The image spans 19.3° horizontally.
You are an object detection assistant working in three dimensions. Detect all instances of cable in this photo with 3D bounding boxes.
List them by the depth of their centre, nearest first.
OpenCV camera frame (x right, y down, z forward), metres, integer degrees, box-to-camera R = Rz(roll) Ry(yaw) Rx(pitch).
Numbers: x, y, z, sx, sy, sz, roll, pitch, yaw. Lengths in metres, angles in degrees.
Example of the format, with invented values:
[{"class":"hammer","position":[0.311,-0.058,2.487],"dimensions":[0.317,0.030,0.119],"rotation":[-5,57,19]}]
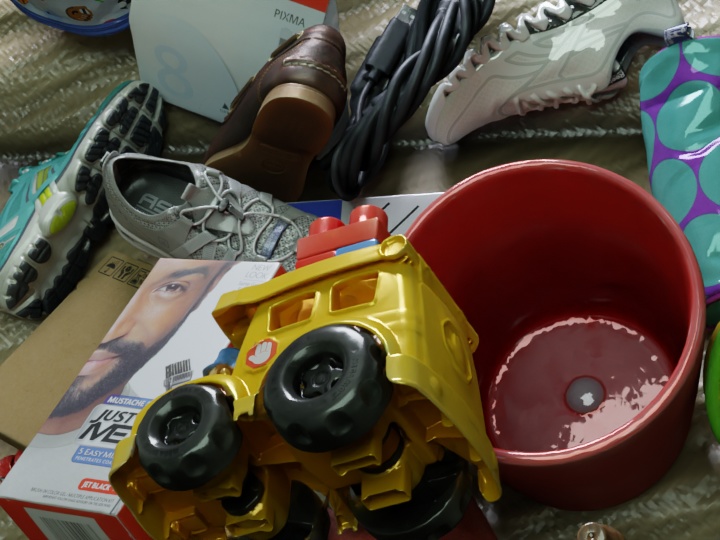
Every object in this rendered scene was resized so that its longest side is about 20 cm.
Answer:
[{"class":"cable","position":[0.036,-0.131,1.453],"dimensions":[0.051,0.163,0.200],"rotation":[35,63,-12]}]

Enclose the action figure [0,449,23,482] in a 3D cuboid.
[{"class":"action figure","position":[-0.167,0.132,1.425],"dimensions":[0.200,0.065,0.052],"rotation":[-3,102,32]}]

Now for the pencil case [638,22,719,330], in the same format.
[{"class":"pencil case","position":[0.238,-0.059,1.396],"dimensions":[0.092,0.085,0.200],"rotation":[-25,58,34]}]

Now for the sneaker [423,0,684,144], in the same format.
[{"class":"sneaker","position":[0.135,-0.143,1.478],"dimensions":[0.200,0.075,0.081],"rotation":[-35,80,4]}]

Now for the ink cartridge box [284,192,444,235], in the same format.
[{"class":"ink cartridge box","position":[0.000,0.000,1.460],"dimensions":[0.200,0.044,0.094],"rotation":[-3,63,15]}]

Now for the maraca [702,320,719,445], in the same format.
[{"class":"maraca","position":[0.292,0.062,1.283],"dimensions":[0.107,0.200,0.137],"rotation":[33,117,60]}]

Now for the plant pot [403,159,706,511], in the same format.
[{"class":"plant pot","position":[0.126,0.055,1.322],"dimensions":[0.200,0.177,0.201],"rotation":[-7,64,14]}]

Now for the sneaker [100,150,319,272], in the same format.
[{"class":"sneaker","position":[-0.095,-0.028,1.429],"dimensions":[0.200,0.082,0.075],"rotation":[16,69,24]}]

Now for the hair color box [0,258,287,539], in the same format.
[{"class":"hair color box","position":[-0.122,0.085,1.305],"dimensions":[0.111,0.064,0.200],"rotation":[2,47,40]}]

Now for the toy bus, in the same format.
[{"class":"toy bus","position":[-0.031,0.058,1.208],"dimensions":[0.200,0.136,0.192],"rotation":[-19,48,20]}]

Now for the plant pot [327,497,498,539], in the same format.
[{"class":"plant pot","position":[0.007,0.195,1.293],"dimensions":[0.201,0.201,0.195],"rotation":[-27,53,3]}]

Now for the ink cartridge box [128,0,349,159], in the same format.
[{"class":"ink cartridge box","position":[-0.092,-0.183,1.486],"dimensions":[0.160,0.200,0.047],"rotation":[23,55,25]}]

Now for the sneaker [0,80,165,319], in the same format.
[{"class":"sneaker","position":[-0.218,-0.061,1.539],"dimensions":[0.080,0.078,0.200],"rotation":[28,76,35]}]

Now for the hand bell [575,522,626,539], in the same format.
[{"class":"hand bell","position":[0.153,0.185,1.240],"dimensions":[0.104,0.200,0.104],"rotation":[-6,63,13]}]

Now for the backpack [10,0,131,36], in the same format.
[{"class":"backpack","position":[-0.197,-0.272,1.586],"dimensions":[0.200,0.154,0.191],"rotation":[26,67,33]}]

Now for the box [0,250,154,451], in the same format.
[{"class":"box","position":[-0.162,0.068,1.427],"dimensions":[0.200,0.021,0.164],"rotation":[20,60,47]}]

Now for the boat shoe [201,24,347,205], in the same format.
[{"class":"boat shoe","position":[-0.057,-0.098,1.456],"dimensions":[0.070,0.200,0.070],"rotation":[22,60,-17]}]
